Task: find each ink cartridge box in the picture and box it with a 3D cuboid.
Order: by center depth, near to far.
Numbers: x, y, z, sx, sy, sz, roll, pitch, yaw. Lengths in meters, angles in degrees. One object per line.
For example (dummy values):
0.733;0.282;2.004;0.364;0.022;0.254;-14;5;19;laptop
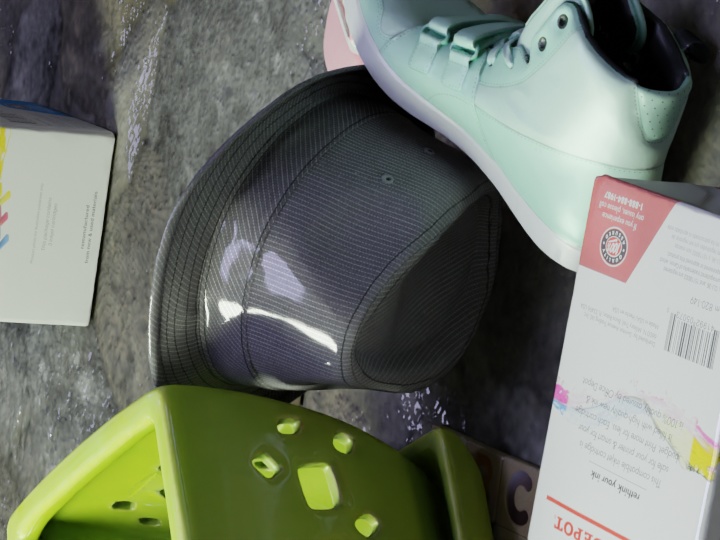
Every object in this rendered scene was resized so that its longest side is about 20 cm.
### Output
0.133;0.072;1.090;0.116;0.067;0.201;26;108;59;ink cartridge box
-0.275;-0.043;1.680;0.128;0.200;0.126;23;107;59;ink cartridge box

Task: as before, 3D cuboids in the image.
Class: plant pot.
-0.040;0.177;1.254;0.199;0.181;0.201;-39;54;53;plant pot

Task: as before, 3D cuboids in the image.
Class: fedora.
0.000;0.000;1.237;0.090;0.200;0.177;23;120;28;fedora

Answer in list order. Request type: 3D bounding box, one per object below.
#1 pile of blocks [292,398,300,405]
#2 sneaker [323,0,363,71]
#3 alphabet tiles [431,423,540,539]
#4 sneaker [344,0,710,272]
-0.090;0.104;1.482;0.082;0.062;0.200;57;135;46;pile of blocks
0.003;-0.160;1.305;0.200;0.104;0.076;-53;46;46;sneaker
0.074;0.173;1.244;0.200;0.008;0.168;19;104;60;alphabet tiles
0.074;-0.105;1.187;0.200;0.074;0.118;48;135;31;sneaker
